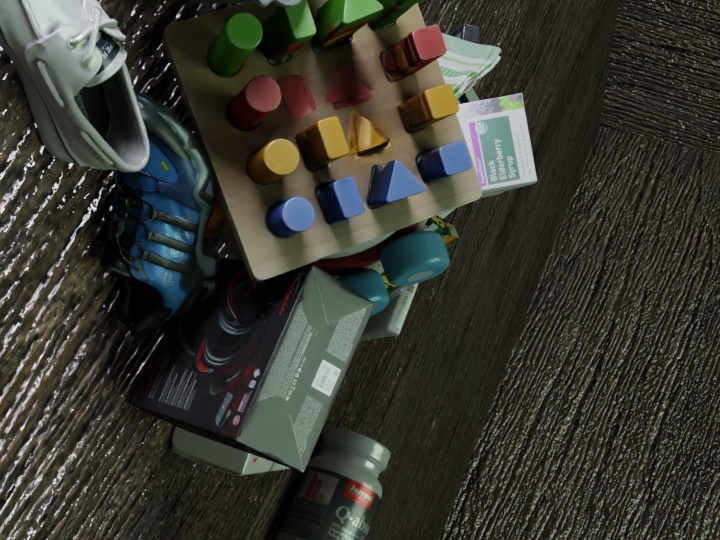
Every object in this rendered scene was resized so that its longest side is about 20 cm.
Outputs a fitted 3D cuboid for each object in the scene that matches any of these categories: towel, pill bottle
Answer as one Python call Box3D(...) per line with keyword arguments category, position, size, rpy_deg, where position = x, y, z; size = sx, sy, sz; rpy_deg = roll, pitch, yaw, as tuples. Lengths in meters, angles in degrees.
Box3D(category="towel", position=(0.051, -0.221, 1.064), size=(0.200, 0.152, 0.023), rpy_deg=(-48, 153, -49))
Box3D(category="pill bottle", position=(-0.038, 0.326, 1.359), size=(0.116, 0.116, 0.200), rpy_deg=(72, 38, -62))

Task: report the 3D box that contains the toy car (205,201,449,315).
Box3D(category="toy car", position=(-0.052, -0.057, 0.905), size=(0.200, 0.177, 0.184), rpy_deg=(-4, 69, -43))

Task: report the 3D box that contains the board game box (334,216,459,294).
Box3D(category="board game box", position=(0.000, 0.000, 1.062), size=(0.200, 0.023, 0.105), rpy_deg=(-40, 140, 24))

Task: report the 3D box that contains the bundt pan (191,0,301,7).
Box3D(category="bundt pan", position=(-0.097, -0.261, 0.628), size=(0.202, 0.076, 0.202), rpy_deg=(15, 73, -60))

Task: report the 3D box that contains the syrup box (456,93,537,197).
Box3D(category="syrup box", position=(0.104, -0.108, 0.929), size=(0.200, 0.081, 0.079), rpy_deg=(-152, -129, -87))

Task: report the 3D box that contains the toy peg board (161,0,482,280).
Box3D(category="toy peg board", position=(-0.013, -0.119, 0.725), size=(0.199, 0.200, 0.098), rpy_deg=(70, -17, -4))

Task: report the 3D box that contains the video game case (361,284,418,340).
Box3D(category="video game case", position=(0.027, 0.001, 1.227), size=(0.200, 0.024, 0.182), rpy_deg=(-16, -131, 64))

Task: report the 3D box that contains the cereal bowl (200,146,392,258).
Box3D(category="cereal bowl", position=(-0.028, -0.112, 0.819), size=(0.083, 0.200, 0.200), rpy_deg=(154, -42, -73))

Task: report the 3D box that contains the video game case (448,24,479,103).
Box3D(category="video game case", position=(0.097, -0.189, 1.247), size=(0.181, 0.025, 0.200), rpy_deg=(176, -80, -75))

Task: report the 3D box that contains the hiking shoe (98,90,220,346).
Box3D(category="hiking shoe", position=(-0.155, -0.034, 0.733), size=(0.087, 0.074, 0.200), rpy_deg=(-48, 145, -38))

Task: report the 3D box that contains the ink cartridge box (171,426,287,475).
Box3D(category="ink cartridge box", position=(-0.101, 0.132, 1.037), size=(0.200, 0.083, 0.147), rpy_deg=(26, 81, -73))

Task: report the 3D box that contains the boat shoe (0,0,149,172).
Box3D(category="boat shoe", position=(-0.172, -0.137, 0.596), size=(0.200, 0.065, 0.074), rpy_deg=(79, 32, -57))

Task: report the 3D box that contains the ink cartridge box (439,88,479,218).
Box3D(category="ink cartridge box", position=(0.065, -0.141, 1.123), size=(0.200, 0.050, 0.162), rpy_deg=(-39, 101, -35))

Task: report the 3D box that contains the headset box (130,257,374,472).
Box3D(category="headset box", position=(-0.101, 0.071, 0.833), size=(0.075, 0.200, 0.149), rpy_deg=(34, 73, -35))
